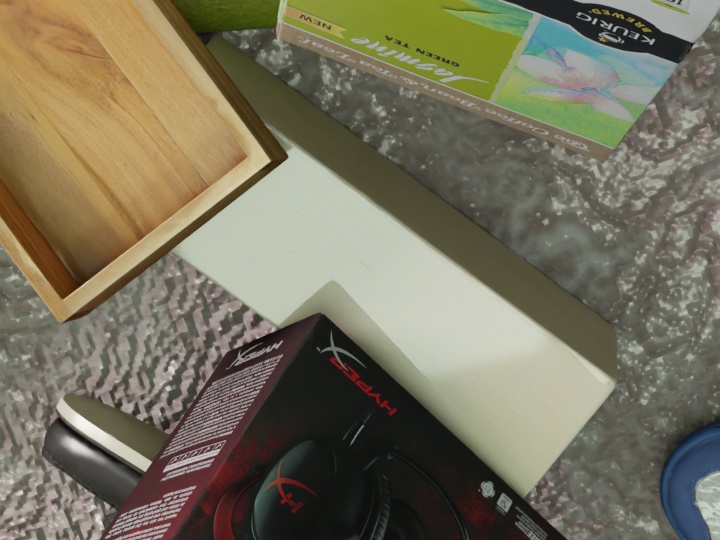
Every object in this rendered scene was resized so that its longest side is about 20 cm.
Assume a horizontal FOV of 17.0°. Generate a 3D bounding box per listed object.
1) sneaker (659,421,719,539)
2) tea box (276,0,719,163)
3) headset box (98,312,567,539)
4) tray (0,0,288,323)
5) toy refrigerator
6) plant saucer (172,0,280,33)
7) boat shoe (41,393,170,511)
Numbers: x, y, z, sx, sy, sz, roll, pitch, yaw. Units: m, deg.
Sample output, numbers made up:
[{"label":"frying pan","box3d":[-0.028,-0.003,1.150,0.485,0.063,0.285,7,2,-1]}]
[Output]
[{"label":"sneaker","box3d":[0.204,0.134,0.943,0.200,0.088,0.075,37,107,-4]},{"label":"tea box","box3d":[0.070,-0.168,0.784,0.134,0.197,0.200,20,76,0]},{"label":"headset box","box3d":[-0.028,0.141,0.871,0.149,0.200,0.075,44,147,-15]},{"label":"tray","box3d":[-0.126,-0.091,0.872,0.099,0.037,0.200,-37,88,11]},{"label":"toy refrigerator","box3d":[0.000,0.000,0.932,0.200,0.076,0.070,36,105,-5]},{"label":"plant saucer","box3d":[-0.068,-0.185,0.903,0.200,0.048,0.200,-4,104,6]},{"label":"boat shoe","box3d":[-0.048,0.122,0.969,0.201,0.074,0.063,36,97,-9]}]
